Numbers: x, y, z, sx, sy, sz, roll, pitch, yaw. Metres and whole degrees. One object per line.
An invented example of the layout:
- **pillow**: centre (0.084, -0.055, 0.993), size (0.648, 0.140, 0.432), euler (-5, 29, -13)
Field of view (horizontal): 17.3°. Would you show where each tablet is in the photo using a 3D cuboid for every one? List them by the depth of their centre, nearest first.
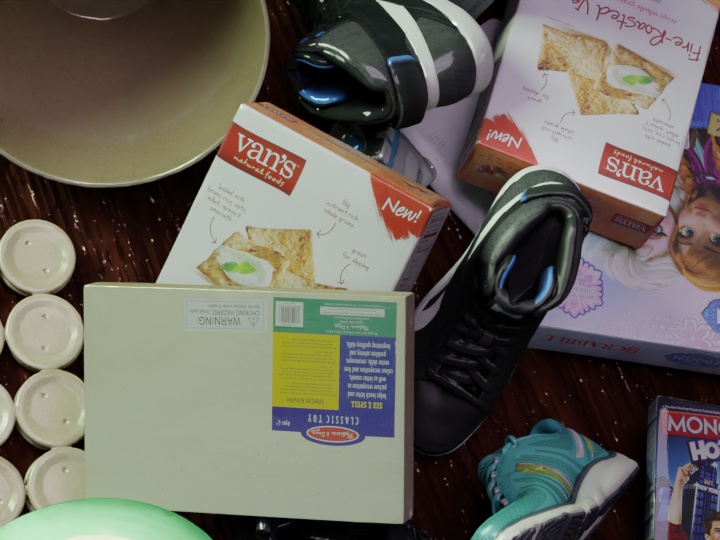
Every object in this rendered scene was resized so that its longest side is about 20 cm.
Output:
- **tablet**: centre (0.117, -0.067, 1.611), size (0.130, 0.014, 0.200), euler (-40, 85, -26)

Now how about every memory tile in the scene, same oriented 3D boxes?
- **memory tile**: centre (-0.240, 0.066, 1.451), size (0.152, 0.017, 0.202), euler (-4, 71, -18)

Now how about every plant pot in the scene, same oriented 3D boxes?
- **plant pot**: centre (-0.162, -0.172, 1.490), size (0.198, 0.202, 0.135), euler (7, 31, -14)

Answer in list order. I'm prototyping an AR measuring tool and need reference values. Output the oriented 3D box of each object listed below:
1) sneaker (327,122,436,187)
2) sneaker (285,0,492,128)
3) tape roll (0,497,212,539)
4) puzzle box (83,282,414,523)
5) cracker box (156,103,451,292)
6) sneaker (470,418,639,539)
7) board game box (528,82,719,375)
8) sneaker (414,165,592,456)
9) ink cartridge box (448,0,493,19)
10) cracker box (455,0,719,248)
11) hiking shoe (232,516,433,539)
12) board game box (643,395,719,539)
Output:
- **sneaker**: centre (0.000, 0.000, 1.522), size (0.086, 0.075, 0.201), euler (34, 73, -38)
- **sneaker**: centre (-0.019, -0.158, 1.517), size (0.111, 0.074, 0.200), euler (-24, 42, -31)
- **tape roll**: centre (-0.156, 0.227, 1.347), size (0.199, 0.048, 0.202), euler (-5, 53, 7)
- **puzzle box**: centre (-0.065, 0.076, 1.385), size (0.198, 0.025, 0.134), euler (2, 95, 14)
- **cracker box**: centre (-0.050, 0.018, 1.426), size (0.133, 0.058, 0.201), euler (28, 100, 11)
- **sneaker**: centre (0.102, 0.145, 1.459), size (0.079, 0.078, 0.200), euler (37, 23, 11)
- **board game box**: centre (0.203, -0.034, 1.592), size (0.198, 0.041, 0.201), euler (8, 66, -13)
- **sneaker**: centre (0.075, 0.031, 1.459), size (0.073, 0.112, 0.201), euler (25, 100, -4)
- **ink cartridge box**: centre (0.073, -0.262, 1.569), size (0.040, 0.200, 0.202), euler (14, 66, -17)
- **cracker box**: centre (0.155, -0.131, 1.564), size (0.133, 0.058, 0.201), euler (20, 64, -6)
- **hiking shoe**: centre (0.021, 0.189, 1.433), size (0.198, 0.101, 0.076), euler (9, 68, -13)
- **board game box**: centre (0.274, 0.152, 1.545), size (0.198, 0.062, 0.202), euler (11, 66, -12)
